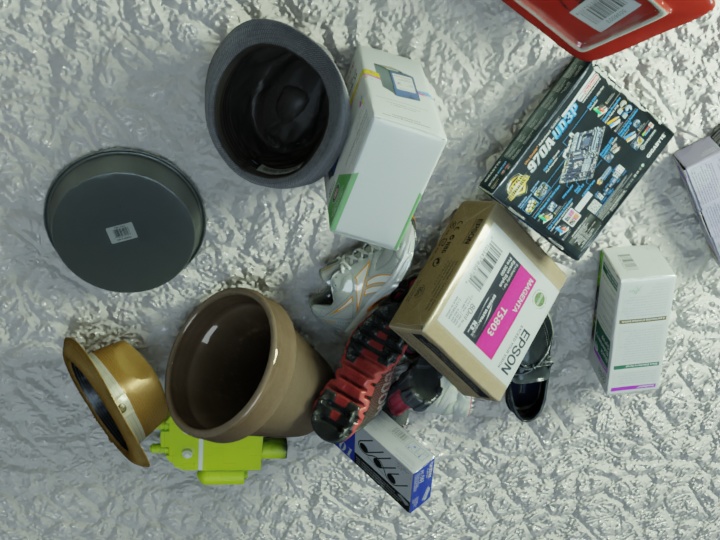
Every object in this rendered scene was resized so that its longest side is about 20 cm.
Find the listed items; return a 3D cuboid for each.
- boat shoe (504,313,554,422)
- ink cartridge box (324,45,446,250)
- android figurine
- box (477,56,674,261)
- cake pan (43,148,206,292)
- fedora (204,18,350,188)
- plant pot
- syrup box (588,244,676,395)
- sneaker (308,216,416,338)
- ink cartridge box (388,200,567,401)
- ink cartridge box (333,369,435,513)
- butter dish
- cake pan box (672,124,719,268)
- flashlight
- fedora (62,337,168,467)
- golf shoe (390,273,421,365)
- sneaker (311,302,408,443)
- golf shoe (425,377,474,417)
[{"bbox_3d":[0.237,0.130,1.429,0.074,0.062,0.201,-3,123,-3],"label":"boat shoe"},{"bbox_3d":[0.019,-0.142,1.135,0.087,0.200,0.146,15,121,-13],"label":"ink cartridge box"},{"bbox_3d":[-0.202,0.234,1.453,0.199,0.041,0.183,2,123,-11],"label":"android figurine"},{"bbox_3d":[0.264,-0.134,1.234,0.159,0.046,0.200,33,98,-26],"label":"box"},{"bbox_3d":[-0.290,-0.053,1.249,0.199,0.037,0.201,-3,124,-5],"label":"cake pan"},{"bbox_3d":[-0.082,-0.191,1.136,0.176,0.090,0.201,28,124,9],"label":"fedora"},{"bbox_3d":[-0.129,0.143,1.329,0.200,0.201,0.174,-39,138,18],"label":"plant pot"},{"bbox_3d":[0.371,0.070,1.396,0.081,0.079,0.201,-5,124,-5],"label":"syrup box"},{"bbox_3d":[0.000,0.000,1.305,0.092,0.076,0.200,22,117,-16],"label":"sneaker"},{"bbox_3d":[0.153,0.038,1.285,0.165,0.075,0.200,41,70,-29],"label":"ink cartridge box"},{"bbox_3d":[0.015,0.231,1.384,0.044,0.200,0.094,-31,143,-30],"label":"ink cartridge box"},{"bbox_3d":[0.254,-0.342,1.075,0.199,0.148,0.200,31,157,-24],"label":"butter dish"},{"bbox_3d":[0.520,-0.114,1.312,0.184,0.052,0.200,-29,123,9],"label":"cake pan box"},{"bbox_3d":[0.056,0.182,1.378,0.068,0.068,0.200,41,154,0],"label":"flashlight"},{"bbox_3d":[-0.311,0.160,1.333,0.082,0.200,0.201,-34,128,-24],"label":"fedora"},{"bbox_3d":[0.043,0.097,1.366,0.077,0.088,0.200,24,119,-23],"label":"golf shoe"},{"bbox_3d":[0.011,0.130,1.314,0.071,0.098,0.201,31,93,18],"label":"sneaker"},{"bbox_3d":[0.112,0.126,1.404,0.091,0.075,0.201,-3,123,-2],"label":"golf shoe"}]
